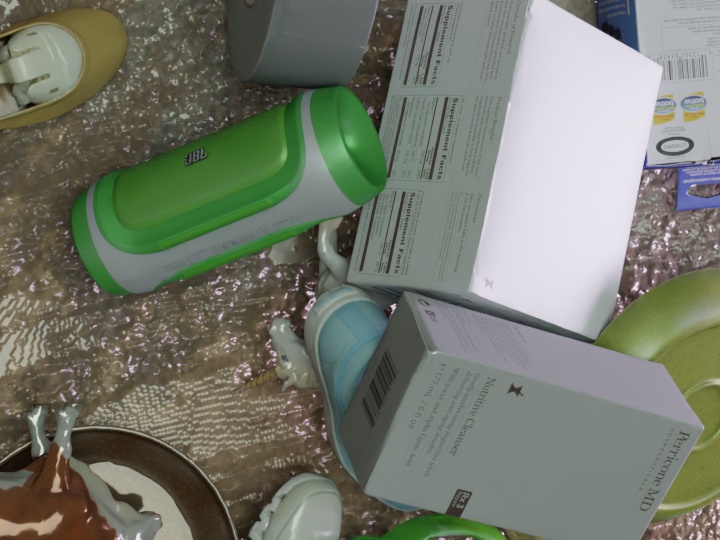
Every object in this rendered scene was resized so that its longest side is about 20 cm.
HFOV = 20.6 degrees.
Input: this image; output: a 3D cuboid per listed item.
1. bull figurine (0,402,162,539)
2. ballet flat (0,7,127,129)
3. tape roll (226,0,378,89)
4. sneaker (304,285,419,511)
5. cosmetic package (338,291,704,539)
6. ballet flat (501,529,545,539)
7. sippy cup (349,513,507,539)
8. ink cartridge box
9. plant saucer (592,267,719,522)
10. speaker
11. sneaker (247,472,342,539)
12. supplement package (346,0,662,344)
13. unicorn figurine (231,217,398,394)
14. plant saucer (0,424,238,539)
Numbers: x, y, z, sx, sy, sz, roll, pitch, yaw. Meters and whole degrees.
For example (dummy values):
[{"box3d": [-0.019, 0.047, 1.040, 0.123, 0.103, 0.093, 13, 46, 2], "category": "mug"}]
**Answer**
[{"box3d": [-0.225, 0.149, 1.279, 0.200, 0.065, 0.122, -3, 89, -16], "category": "bull figurine"}, {"box3d": [-0.242, -0.120, 1.302, 0.200, 0.063, 0.069, -24, 98, -13], "category": "ballet flat"}, {"box3d": [-0.036, -0.218, 1.281, 0.066, 0.200, 0.201, 5, 90, -14], "category": "tape roll"}, {"box3d": [0.018, 0.106, 1.331, 0.074, 0.082, 0.200, -31, 130, -7], "category": "sneaker"}, {"box3d": [0.101, 0.099, 1.254, 0.200, 0.081, 0.113, 15, 113, -20], "category": "cosmetic package"}, {"box3d": [0.184, 0.135, 1.424, 0.200, 0.071, 0.071, -38, 100, -11], "category": "ballet flat"}, {"box3d": [0.045, 0.261, 1.360, 0.130, 0.178, 0.140, 18, 50, -25], "category": "sippy cup"}, {"box3d": [0.247, -0.145, 1.420, 0.136, 0.076, 0.200, -6, 92, -14], "category": "ink cartridge box"}, {"box3d": [0.228, 0.095, 1.369, 0.200, 0.031, 0.200, -15, 122, -25], "category": "plant saucer"}, {"box3d": [-0.087, -0.050, 1.290, 0.200, 0.088, 0.089, -21, 98, 20], "category": "speaker"}, {"box3d": [-0.043, 0.238, 1.336, 0.075, 0.081, 0.200, 18, 85, -41], "category": "sneaker"}, {"box3d": [0.100, -0.066, 1.326, 0.156, 0.111, 0.200, 20, 80, -45], "category": "supplement package"}, {"box3d": [0.000, 0.000, 1.360, 0.200, 0.074, 0.138, -18, 107, -19], "category": "unicorn figurine"}, {"box3d": [-0.182, 0.203, 1.341, 0.200, 0.037, 0.201, -1, 93, -14], "category": "plant saucer"}]
